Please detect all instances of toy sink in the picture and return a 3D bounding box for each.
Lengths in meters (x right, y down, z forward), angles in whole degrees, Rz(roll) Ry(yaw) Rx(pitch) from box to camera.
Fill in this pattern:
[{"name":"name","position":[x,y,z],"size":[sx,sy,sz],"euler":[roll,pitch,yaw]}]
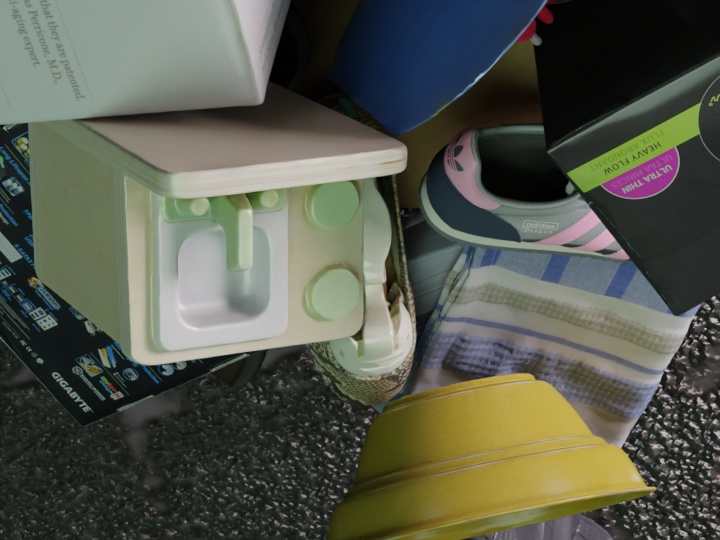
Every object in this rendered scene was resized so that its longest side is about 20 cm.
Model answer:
[{"name":"toy sink","position":[-0.074,-0.023,1.198],"size":[0.130,0.200,0.112],"euler":[-9,108,-26]}]

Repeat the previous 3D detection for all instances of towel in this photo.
[{"name":"towel","position":[0.111,0.045,1.402],"size":[0.147,0.024,0.200],"euler":[16,138,-6]}]

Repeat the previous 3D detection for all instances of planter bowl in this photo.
[{"name":"planter bowl","position":[0.065,0.109,1.374],"size":[0.200,0.084,0.200],"euler":[-11,171,-2]}]

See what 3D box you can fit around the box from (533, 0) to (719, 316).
[{"name":"box","position":[0.177,-0.107,1.180],"size":[0.148,0.200,0.124],"euler":[-29,122,20]}]

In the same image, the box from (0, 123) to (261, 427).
[{"name":"box","position":[-0.154,-0.014,1.355],"size":[0.159,0.046,0.200],"euler":[-24,119,28]}]

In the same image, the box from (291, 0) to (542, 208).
[{"name":"box","position":[0.057,-0.102,1.346],"size":[0.200,0.021,0.164],"euler":[2,131,11]}]

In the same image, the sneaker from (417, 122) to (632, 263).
[{"name":"sneaker","position":[0.136,-0.046,1.294],"size":[0.200,0.070,0.082],"euler":[-2,160,-10]}]

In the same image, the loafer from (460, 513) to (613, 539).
[{"name":"loafer","position":[0.088,0.165,1.534],"size":[0.063,0.072,0.200],"euler":[-16,138,41]}]

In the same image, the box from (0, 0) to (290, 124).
[{"name":"box","position":[-0.131,-0.210,1.176],"size":[0.171,0.199,0.200],"euler":[-4,131,15]}]

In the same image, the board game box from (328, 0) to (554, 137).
[{"name":"board game box","position":[0.062,-0.134,1.197],"size":[0.039,0.200,0.158],"euler":[36,94,-24]}]

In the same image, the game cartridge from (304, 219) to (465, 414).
[{"name":"game cartridge","position":[0.066,0.024,1.431],"size":[0.200,0.041,0.133],"euler":[-22,133,32]}]

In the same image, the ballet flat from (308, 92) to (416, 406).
[{"name":"ballet flat","position":[0.000,0.000,1.349],"size":[0.068,0.075,0.200],"euler":[-11,114,-12]}]

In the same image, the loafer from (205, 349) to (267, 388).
[{"name":"loafer","position":[-0.088,-0.019,1.415],"size":[0.071,0.073,0.200],"euler":[1,122,-4]}]

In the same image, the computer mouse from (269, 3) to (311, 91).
[{"name":"computer mouse","position":[-0.121,-0.128,1.323],"size":[0.200,0.053,0.139],"euler":[-7,125,16]}]
